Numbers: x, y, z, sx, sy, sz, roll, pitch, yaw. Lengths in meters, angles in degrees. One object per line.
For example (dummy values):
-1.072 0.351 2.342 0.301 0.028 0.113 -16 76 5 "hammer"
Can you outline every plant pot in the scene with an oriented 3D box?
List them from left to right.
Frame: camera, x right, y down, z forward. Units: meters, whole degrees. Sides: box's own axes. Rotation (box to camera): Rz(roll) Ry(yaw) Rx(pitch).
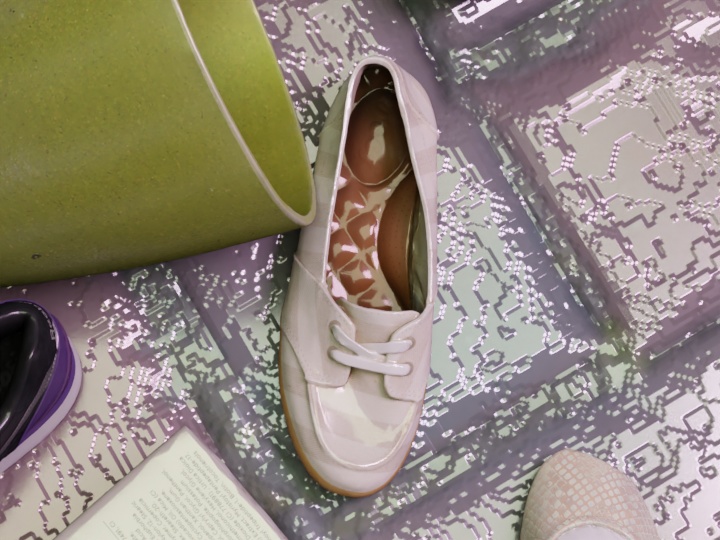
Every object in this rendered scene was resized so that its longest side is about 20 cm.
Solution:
-0.146 -0.068 1.003 0.199 0.187 0.188 -23 80 9 "plant pot"

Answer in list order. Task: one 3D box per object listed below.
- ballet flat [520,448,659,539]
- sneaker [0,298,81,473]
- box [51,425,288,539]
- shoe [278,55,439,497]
0.107 0.174 1.006 0.067 0.062 0.201 -2 78 -3 "ballet flat"
-0.202 0.091 0.998 0.076 0.088 0.200 35 80 5 "sneaker"
-0.122 0.164 0.997 0.200 0.068 0.082 -40 82 -9 "box"
0.000 0.000 1.042 0.069 0.053 0.201 4 78 -1 "shoe"
